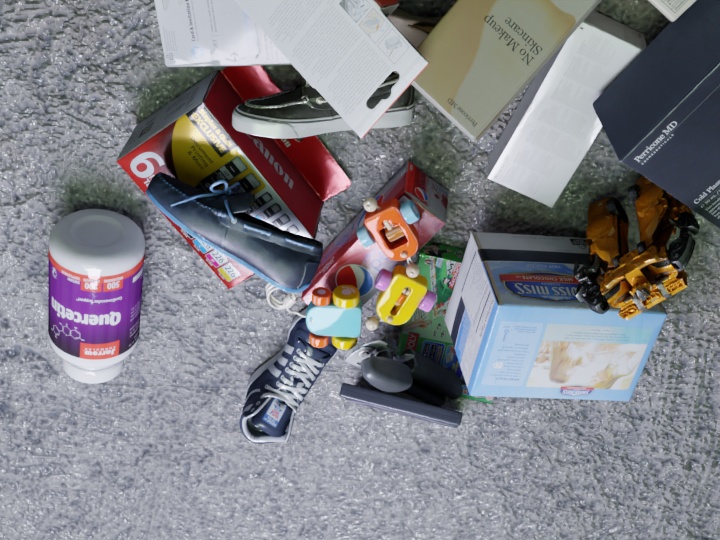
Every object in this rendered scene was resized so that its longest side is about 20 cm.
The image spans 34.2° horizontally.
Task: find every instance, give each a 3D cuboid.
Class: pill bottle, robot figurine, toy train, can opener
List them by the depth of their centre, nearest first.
[{"bbox_3d":[0.290,-0.028,1.215,0.144,0.201,0.058,-33,115,28],"label":"robot figurine"},{"bbox_3d":[0.000,0.000,1.284,0.198,0.056,0.151,-31,115,21],"label":"toy train"},{"bbox_3d":[0.055,0.130,1.359,0.053,0.068,0.199,-29,144,24],"label":"can opener"},{"bbox_3d":[-0.318,0.035,1.404,0.110,0.113,0.202,11,126,0],"label":"pill bottle"}]

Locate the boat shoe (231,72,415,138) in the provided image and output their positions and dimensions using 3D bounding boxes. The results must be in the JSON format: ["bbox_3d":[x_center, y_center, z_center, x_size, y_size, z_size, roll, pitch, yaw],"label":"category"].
[{"bbox_3d":[-0.039,-0.183,1.225,0.197,0.071,0.065,-8,117,-14],"label":"boat shoe"}]

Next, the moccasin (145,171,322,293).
[{"bbox_3d":[-0.128,-0.054,1.232,0.198,0.081,0.069,30,104,-7],"label":"moccasin"}]

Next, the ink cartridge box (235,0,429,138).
[{"bbox_3d":[-0.026,-0.239,1.116,0.200,0.050,0.109,48,120,3],"label":"ink cartridge box"}]

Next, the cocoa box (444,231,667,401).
[{"bbox_3d":[0.212,0.052,1.296,0.196,0.132,0.135,3,127,-14],"label":"cocoa box"}]

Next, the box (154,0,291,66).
[{"bbox_3d":[-0.113,-0.288,1.192,0.196,0.041,0.158,-1,124,7],"label":"box"}]

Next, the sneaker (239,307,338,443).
[{"bbox_3d":[-0.083,0.134,1.439,0.070,0.109,0.200,32,123,-15],"label":"sneaker"}]

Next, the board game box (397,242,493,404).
[{"bbox_3d":[0.118,0.066,1.412,0.132,0.029,0.202,12,125,1],"label":"board game box"}]

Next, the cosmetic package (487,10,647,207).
[{"bbox_3d":[0.212,-0.170,1.220,0.081,0.051,0.201,22,125,-10],"label":"cosmetic package"}]

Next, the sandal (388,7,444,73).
[{"bbox_3d":[0.069,-0.223,1.185,0.197,0.054,0.081,8,126,-19],"label":"sandal"}]

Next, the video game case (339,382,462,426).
[{"bbox_3d":[0.050,0.164,1.405,0.140,0.200,0.019,14,84,5],"label":"video game case"}]

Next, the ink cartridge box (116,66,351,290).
[{"bbox_3d":[-0.135,-0.108,1.294,0.174,0.084,0.201,-29,116,24],"label":"ink cartridge box"}]

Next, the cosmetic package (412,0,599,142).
[{"bbox_3d":[0.139,-0.231,1.114,0.105,0.071,0.201,41,97,4],"label":"cosmetic package"}]

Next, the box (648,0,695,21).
[{"bbox_3d":[0.249,-0.338,1.080,0.199,0.078,0.095,38,121,-17],"label":"box"}]

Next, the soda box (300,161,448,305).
[{"bbox_3d":[0.015,-0.027,1.336,0.063,0.070,0.200,35,122,-17],"label":"soda box"}]

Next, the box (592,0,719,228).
[{"bbox_3d":[0.365,-0.163,1.139,0.181,0.105,0.200,27,121,-30],"label":"box"}]
